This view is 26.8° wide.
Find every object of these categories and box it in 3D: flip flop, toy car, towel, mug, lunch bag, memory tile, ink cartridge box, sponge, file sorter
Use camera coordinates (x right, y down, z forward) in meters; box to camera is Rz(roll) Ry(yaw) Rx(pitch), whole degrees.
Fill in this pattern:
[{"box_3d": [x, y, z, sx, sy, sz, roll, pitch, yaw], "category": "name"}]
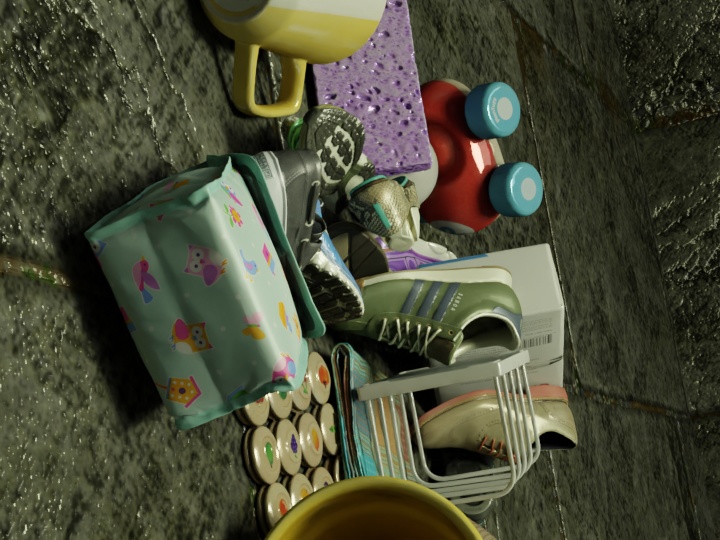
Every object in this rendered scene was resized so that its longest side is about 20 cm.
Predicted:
[{"box_3d": [0.000, 0.000, 1.511, 0.200, 0.081, 0.058, 41, 23, -59], "category": "flip flop"}, {"box_3d": [0.059, -0.102, 1.654, 0.200, 0.184, 0.177, -30, 109, -38], "category": "toy car"}, {"box_3d": [0.019, 0.162, 1.500, 0.200, 0.022, 0.147, 41, 38, -64], "category": "towel"}, {"box_3d": [-0.068, -0.250, 1.392, 0.153, 0.149, 0.187, -13, 83, -62], "category": "mug"}, {"box_3d": [-0.110, 0.006, 1.155, 0.200, 0.122, 0.171, -67, 135, -75], "category": "lunch bag"}, {"box_3d": [-0.055, 0.153, 1.346, 0.200, 0.017, 0.154, -7, 84, -70], "category": "memory tile"}, {"box_3d": [0.142, 0.065, 1.632, 0.200, 0.144, 0.084, 78, 2, -59], "category": "ink cartridge box"}, {"box_3d": [0.006, -0.195, 1.585, 0.030, 0.111, 0.201, 103, -21, -76], "category": "sponge"}, {"box_3d": [0.096, 0.155, 1.491, 0.200, 0.138, 0.125, -3, 83, -76], "category": "file sorter"}]

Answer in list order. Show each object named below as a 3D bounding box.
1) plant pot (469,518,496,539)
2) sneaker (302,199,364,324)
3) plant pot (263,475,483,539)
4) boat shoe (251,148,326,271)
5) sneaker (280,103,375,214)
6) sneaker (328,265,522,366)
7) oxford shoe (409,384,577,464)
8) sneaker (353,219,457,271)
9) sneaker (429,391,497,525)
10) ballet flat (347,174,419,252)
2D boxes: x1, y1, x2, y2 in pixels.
[{"box_3d": [0.104, 0.330, 1.513, 0.201, 0.092, 0.201, -5, 90, -70], "category": "plant pot"}, {"box_3d": [-0.050, -0.027, 1.383, 0.089, 0.078, 0.200, -80, 149, -42], "category": "sneaker"}, {"box_3d": [0.020, 0.284, 1.239, 0.189, 0.200, 0.201, 65, 18, -70], "category": "plant pot"}, {"box_3d": [-0.060, -0.034, 1.269, 0.200, 0.066, 0.070, 93, -23, -52], "category": "boat shoe"}, {"box_3d": [-0.047, -0.115, 1.428, 0.077, 0.089, 0.200, -52, 166, -9], "category": "sneaker"}, {"box_3d": [0.068, 0.051, 1.474, 0.067, 0.200, 0.090, 105, -26, -52], "category": "sneaker"}, {"box_3d": [0.149, 0.175, 1.642, 0.071, 0.200, 0.075, 112, -36, -52], "category": "oxford shoe"}, {"box_3d": [0.042, 0.004, 1.642, 0.200, 0.080, 0.084, 29, 68, -54], "category": "sneaker"}, {"box_3d": [0.116, 0.205, 1.712, 0.079, 0.075, 0.200, 85, 6, -53], "category": "sneaker"}, {"box_3d": [0.029, -0.053, 1.487, 0.075, 0.068, 0.200, 61, 7, 1], "category": "ballet flat"}]
